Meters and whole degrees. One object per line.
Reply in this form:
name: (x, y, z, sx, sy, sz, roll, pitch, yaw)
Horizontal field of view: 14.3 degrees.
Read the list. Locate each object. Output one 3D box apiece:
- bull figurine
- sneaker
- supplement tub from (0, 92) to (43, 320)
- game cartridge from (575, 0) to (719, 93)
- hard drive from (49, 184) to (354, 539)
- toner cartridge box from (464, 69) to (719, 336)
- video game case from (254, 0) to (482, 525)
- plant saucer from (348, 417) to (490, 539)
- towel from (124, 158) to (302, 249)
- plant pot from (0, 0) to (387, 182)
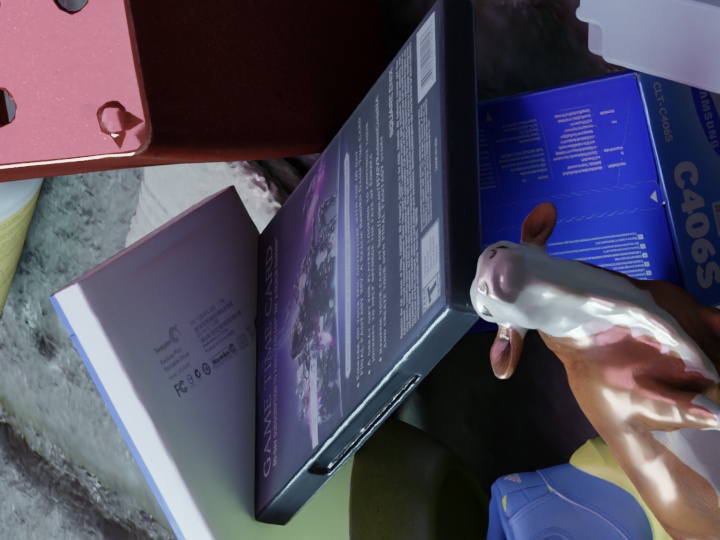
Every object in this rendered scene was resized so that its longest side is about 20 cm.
bull figurine: (0.123, 0.053, 1.055, 0.121, 0.065, 0.200, 12, 148, 54)
sneaker: (0.089, 0.165, 1.163, 0.076, 0.104, 0.202, -145, 51, -80)
supplement tub: (-0.247, -0.046, 1.549, 0.146, 0.145, 0.201, 54, 143, 27)
game cartridge: (0.132, -0.163, 1.014, 0.133, 0.041, 0.201, 20, 115, 47)
hard drive: (-0.048, 0.075, 1.258, 0.025, 0.132, 0.201, -24, 97, 34)
toner cartridge box: (0.077, -0.026, 1.163, 0.200, 0.043, 0.096, -7, 99, 57)
video game case: (0.000, 0.000, 1.179, 0.200, 0.019, 0.144, 129, 147, -53)
plant saucer: (0.042, 0.157, 1.210, 0.031, 0.200, 0.201, -13, 94, 15)
towel: (-0.046, 0.008, 1.374, 0.200, 0.034, 0.133, 47, 137, 33)
plant pot: (-0.119, -0.127, 1.219, 0.199, 0.176, 0.201, -4, 103, 23)
